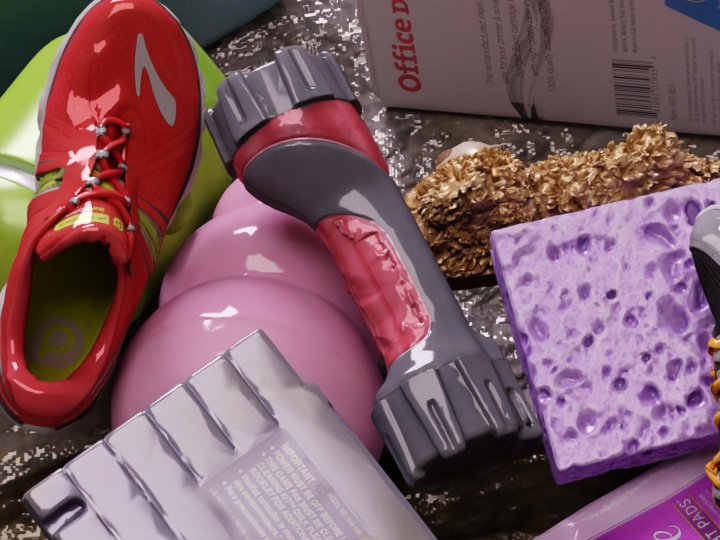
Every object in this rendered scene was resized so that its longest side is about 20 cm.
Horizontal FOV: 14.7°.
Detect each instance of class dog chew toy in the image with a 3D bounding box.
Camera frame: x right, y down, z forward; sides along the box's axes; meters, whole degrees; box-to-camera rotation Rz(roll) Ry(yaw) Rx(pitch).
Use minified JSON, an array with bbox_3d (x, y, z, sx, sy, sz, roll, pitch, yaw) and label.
[{"bbox_3d":[-0.042,0.029,1.278,0.124,0.125,0.200,2,45,11],"label":"dog chew toy"}]

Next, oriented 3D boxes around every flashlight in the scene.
[{"bbox_3d":[0.000,0.000,1.199,0.068,0.068,0.200,-36,66,24],"label":"flashlight"}]

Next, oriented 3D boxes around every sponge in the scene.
[{"bbox_3d":[0.165,0.015,1.191,0.200,0.030,0.112,-13,72,-1],"label":"sponge"}]

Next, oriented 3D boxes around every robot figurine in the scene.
[{"bbox_3d":[-0.136,-0.034,1.331,0.175,0.116,0.200,-14,33,45],"label":"robot figurine"}]

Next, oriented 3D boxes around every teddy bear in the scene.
[{"bbox_3d":[0.110,-0.029,1.278,0.200,0.145,0.067,-6,81,4],"label":"teddy bear"}]

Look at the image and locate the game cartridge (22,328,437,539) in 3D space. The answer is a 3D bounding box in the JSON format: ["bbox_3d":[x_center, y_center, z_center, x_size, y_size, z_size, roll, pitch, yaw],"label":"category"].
[{"bbox_3d":[-0.029,0.136,1.144,0.130,0.038,0.200,-34,79,-19],"label":"game cartridge"}]

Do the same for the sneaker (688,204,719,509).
[{"bbox_3d":[0.171,0.066,1.124,0.077,0.078,0.200,-25,70,11],"label":"sneaker"}]

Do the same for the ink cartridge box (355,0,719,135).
[{"bbox_3d":[0.104,-0.148,1.368,0.200,0.145,0.084,6,53,14],"label":"ink cartridge box"}]

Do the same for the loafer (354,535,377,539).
[{"bbox_3d":[0.005,0.204,1.075,0.068,0.076,0.200,7,81,-5],"label":"loafer"}]

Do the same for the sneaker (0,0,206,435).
[{"bbox_3d":[-0.111,-0.025,1.210,0.077,0.085,0.200,13,87,-8],"label":"sneaker"}]

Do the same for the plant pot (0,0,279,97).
[{"bbox_3d":[-0.145,-0.182,1.446,0.200,0.141,0.141,-13,52,-10],"label":"plant pot"}]

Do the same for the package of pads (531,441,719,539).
[{"bbox_3d":[0.181,0.122,1.192,0.200,0.076,0.121,-29,51,-13],"label":"package of pads"}]
